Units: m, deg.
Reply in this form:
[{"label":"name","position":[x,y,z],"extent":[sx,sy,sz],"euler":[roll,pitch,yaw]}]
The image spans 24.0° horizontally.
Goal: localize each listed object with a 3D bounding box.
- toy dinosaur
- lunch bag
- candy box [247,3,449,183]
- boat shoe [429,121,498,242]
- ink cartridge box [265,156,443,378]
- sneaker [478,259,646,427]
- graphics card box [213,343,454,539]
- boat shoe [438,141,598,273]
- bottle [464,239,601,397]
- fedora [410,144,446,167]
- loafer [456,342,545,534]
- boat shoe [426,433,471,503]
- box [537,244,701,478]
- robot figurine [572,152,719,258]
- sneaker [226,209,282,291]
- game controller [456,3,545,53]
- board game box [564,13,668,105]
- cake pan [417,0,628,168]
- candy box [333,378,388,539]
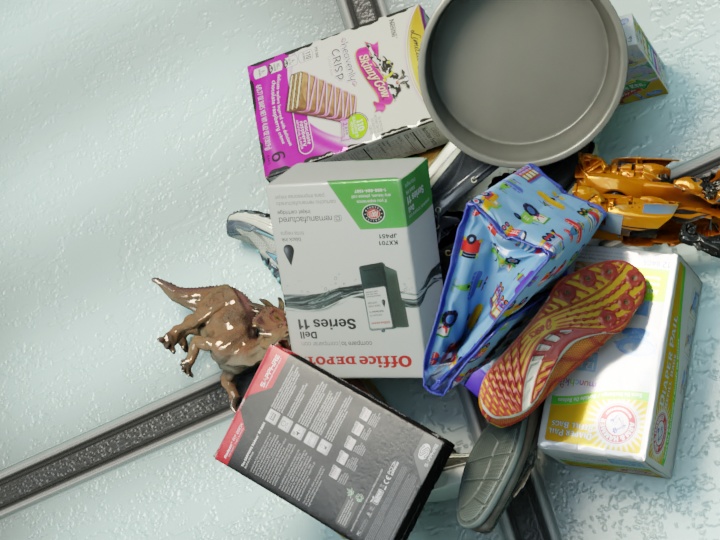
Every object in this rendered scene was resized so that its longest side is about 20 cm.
[{"label":"toy dinosaur","position":[-0.136,0.057,1.815],"extent":[0.136,0.086,0.200],"euler":[-47,56,5]},{"label":"lunch bag","position":[0.123,0.022,1.562],"extent":[0.094,0.150,0.201],"euler":[33,119,15]},{"label":"candy box","position":[-0.009,-0.173,1.742],"extent":[0.198,0.061,0.138],"euler":[-18,66,15]},{"label":"boat shoe","position":[0.073,-0.060,1.692],"extent":[0.062,0.075,0.201],"euler":[38,104,-3]},{"label":"ink cartridge box","position":[0.000,0.000,1.641],"extent":[0.145,0.083,0.202],"euler":[-2,108,22]},{"label":"sneaker","position":[0.181,0.063,1.562],"extent":[0.199,0.077,0.073],"euler":[-39,79,-8]},{"label":"graphics card box","position":[-0.025,0.171,1.599],"extent":[0.199,0.051,0.126],"euler":[27,89,20]},{"label":"boat shoe","position":[0.156,-0.067,1.715],"extent":[0.201,0.074,0.063],"euler":[-44,101,9]},{"label":"bottle","position":[0.163,0.035,1.693],"extent":[0.083,0.065,0.201],"euler":[39,93,22]},{"label":"fedora","position":[0.027,-0.137,1.797],"extent":[0.198,0.082,0.203],"euler":[-8,69,20]},{"label":"loafer","position":[0.152,0.162,1.610],"extent":[0.072,0.063,0.202],"euler":[-14,50,54]},{"label":"boat shoe","position":[0.063,0.196,1.689],"extent":[0.198,0.071,0.064],"euler":[-14,71,22]},{"label":"box","position":[0.249,0.088,1.618],"extent":[0.111,0.101,0.202],"euler":[6,78,26]},{"label":"robot figurine","position":[0.301,-0.065,1.614],"extent":[0.197,0.059,0.145],"euler":[3,31,9]},{"label":"sneaker","position":[-0.071,-0.006,1.808],"extent":[0.198,0.077,0.087],"euler":[21,92,31]},{"label":"game controller","position":[0.144,-0.239,1.710],"extent":[0.104,0.200,0.042],"euler":[-32,89,9]},{"label":"board game box","position":[0.197,-0.193,1.705],"extent":[0.198,0.134,0.035],"euler":[-13,70,21]},{"label":"cake pan","position":[0.153,-0.198,1.602],"extent":[0.198,0.037,0.203],"euler":[0,112,0]},{"label":"candy box","position":[-0.027,0.161,1.707],"extent":[0.117,0.056,0.200],"euler":[-44,38,5]}]
